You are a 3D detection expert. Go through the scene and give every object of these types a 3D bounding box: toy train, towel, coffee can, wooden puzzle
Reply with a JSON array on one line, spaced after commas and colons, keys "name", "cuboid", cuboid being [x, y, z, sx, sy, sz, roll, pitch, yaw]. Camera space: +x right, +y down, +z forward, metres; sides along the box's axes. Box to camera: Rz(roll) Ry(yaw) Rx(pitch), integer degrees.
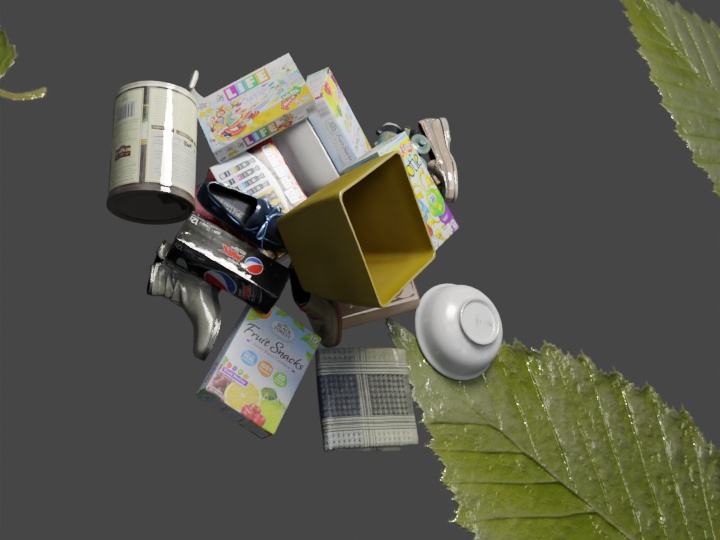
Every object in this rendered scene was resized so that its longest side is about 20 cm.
[{"name": "toy train", "cuboid": [0.073, -0.211, 1.815, 0.113, 0.085, 0.201, 18, 64, -14]}, {"name": "towel", "cuboid": [0.010, 0.238, 1.647, 0.199, 0.035, 0.194, 3, 68, -28]}, {"name": "coffee can", "cuboid": [-0.351, -0.198, 1.513, 0.145, 0.146, 0.202, 9, 68, -28]}, {"name": "wooden puzzle", "cuboid": [0.000, 0.000, 1.689, 0.184, 0.046, 0.201, -14, 84, -12]}]

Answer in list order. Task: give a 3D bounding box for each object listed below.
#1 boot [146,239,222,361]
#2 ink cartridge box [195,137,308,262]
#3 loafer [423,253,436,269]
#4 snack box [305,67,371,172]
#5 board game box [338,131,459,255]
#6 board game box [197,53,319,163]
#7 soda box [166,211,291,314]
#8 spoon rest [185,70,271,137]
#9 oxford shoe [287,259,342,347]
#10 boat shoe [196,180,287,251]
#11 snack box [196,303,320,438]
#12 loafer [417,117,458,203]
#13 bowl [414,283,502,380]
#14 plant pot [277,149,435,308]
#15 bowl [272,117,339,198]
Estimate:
[{"name": "boot", "cuboid": [-0.304, 0.051, 1.508, 0.130, 0.068, 0.201, 15, 57, -22]}, {"name": "ink cartridge box", "cuboid": [-0.189, -0.105, 1.593, 0.175, 0.084, 0.201, -32, 89, -21]}, {"name": "loafer", "cuboid": [0.060, -0.069, 1.764, 0.200, 0.063, 0.072, 39, 13, -11]}, {"name": "snack box", "cuboid": [-0.041, -0.270, 1.702, 0.201, 0.053, 0.143, 60, 19, -28]}, {"name": "board game box", "cuboid": [0.070, -0.127, 1.594, 0.105, 0.103, 0.201, -42, 105, -46]}, {"name": "board game box", "cuboid": [-0.187, -0.288, 1.573, 0.199, 0.034, 0.135, -29, 54, 0]}, {"name": "soda box", "cuboid": [-0.222, -0.011, 1.510, 0.199, 0.063, 0.071, 31, 50, -9]}, {"name": "spoon rest", "cuboid": [-0.249, -0.299, 1.675, 0.199, 0.060, 0.100, 33, 59, -33]}, {"name": "oxford shoe", "cuboid": [-0.089, 0.061, 1.590, 0.075, 0.070, 0.201, -45, 124, -48]}, {"name": "boat shoe", "cuboid": [-0.185, -0.087, 1.509, 0.199, 0.069, 0.085, 21, 75, -14]}, {"name": "snack box", "cuboid": [-0.173, 0.165, 1.536, 0.142, 0.053, 0.201, 37, 57, -16]}, {"name": "loafer", "cuboid": [0.162, -0.233, 1.889, 0.062, 0.072, 0.201, -1, 66, -13]}, {"name": "bowl", "cuboid": [0.213, 0.112, 1.774, 0.200, 0.090, 0.203, 10, 68, -27]}, {"name": "plant pot", "cuboid": [-0.018, -0.062, 1.491, 0.200, 0.175, 0.201, -41, 116, -48]}, {"name": "bowl", "cuboid": [-0.094, -0.205, 1.660, 0.074, 0.200, 0.201, -31, 83, 3]}]
